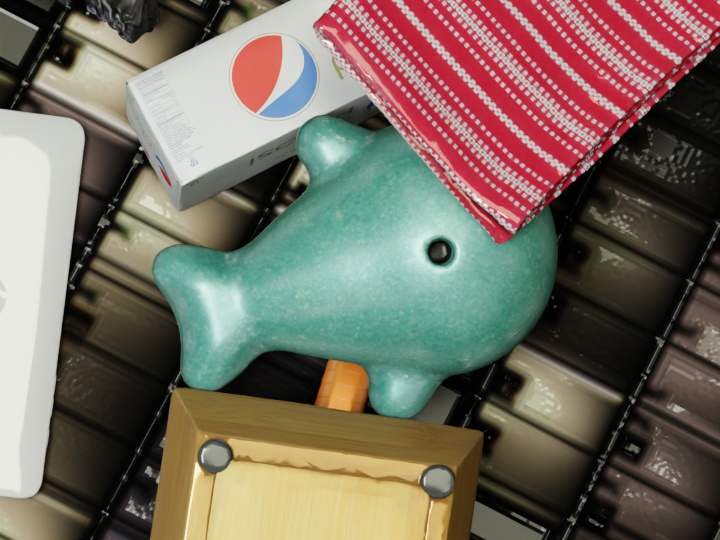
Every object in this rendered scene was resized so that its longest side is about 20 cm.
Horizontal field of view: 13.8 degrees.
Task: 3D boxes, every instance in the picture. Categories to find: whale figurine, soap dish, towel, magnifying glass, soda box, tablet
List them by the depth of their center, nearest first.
[{"bbox_3d":[0.090,-0.127,1.444,0.200,0.022,0.145,-43,95,-22],"label":"towel"},{"bbox_3d":[-0.029,0.167,1.454,0.157,0.081,0.200,8,88,-3],"label":"soap dish"},{"bbox_3d":[0.000,0.000,1.467,0.200,0.104,0.159,-15,93,-4],"label":"whale figurine"},{"bbox_3d":[-0.216,0.012,1.516,0.130,0.014,0.200,7,79,-4],"label":"tablet"},{"bbox_3d":[-0.020,-0.106,1.528,0.200,0.068,0.064,-26,82,-9],"label":"soda box"},{"bbox_3d":[0.003,0.027,1.531,0.080,0.022,0.200,18,76,-2],"label":"magnifying glass"}]

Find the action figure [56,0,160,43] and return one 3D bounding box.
[{"bbox_3d":[-0.083,-0.214,1.527,0.119,0.102,0.200,38,80,14],"label":"action figure"}]
